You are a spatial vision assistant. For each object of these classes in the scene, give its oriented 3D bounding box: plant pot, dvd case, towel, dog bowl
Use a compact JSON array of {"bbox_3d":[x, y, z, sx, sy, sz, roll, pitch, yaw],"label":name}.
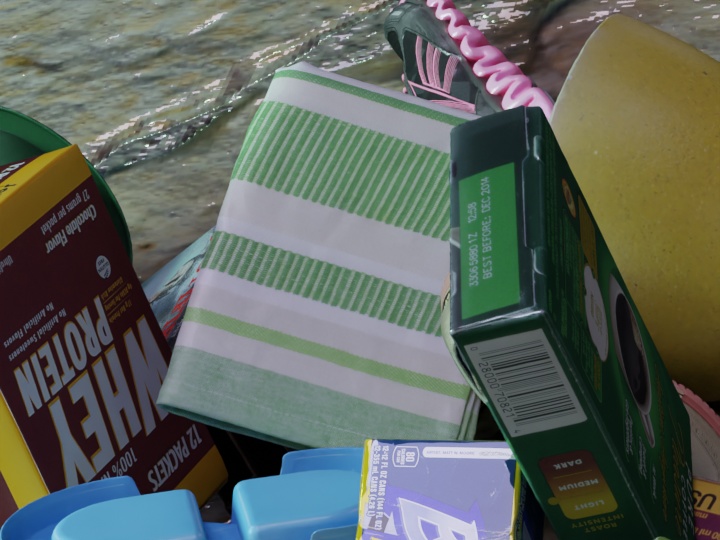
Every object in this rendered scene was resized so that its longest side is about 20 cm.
[{"bbox_3d":[0.169,-0.014,1.399,0.141,0.201,0.201,16,54,16],"label":"plant pot"},{"bbox_3d":[-0.091,0.020,1.539,0.200,0.022,0.146,-34,21,43],"label":"dvd case"},{"bbox_3d":[0.000,0.000,1.380,0.152,0.023,0.201,17,65,-1],"label":"towel"},{"bbox_3d":[-0.062,0.128,1.275,0.199,0.050,0.112,-7,15,-7],"label":"dog bowl"}]

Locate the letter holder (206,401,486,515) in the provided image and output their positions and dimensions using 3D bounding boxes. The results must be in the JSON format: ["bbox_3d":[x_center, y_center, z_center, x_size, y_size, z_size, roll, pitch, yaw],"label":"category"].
[{"bbox_3d":[-0.003,0.026,1.471,0.100,0.142,0.200,16,57,40],"label":"letter holder"}]

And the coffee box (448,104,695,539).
[{"bbox_3d":[0.089,0.046,1.150,0.044,0.200,0.123,-15,43,17],"label":"coffee box"}]

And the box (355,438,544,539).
[{"bbox_3d":[0.031,0.171,1.124,0.070,0.064,0.201,0,68,14],"label":"box"}]

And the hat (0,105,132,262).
[{"bbox_3d":[-0.222,0.029,1.557,0.165,0.200,0.176,-37,16,28],"label":"hat"}]

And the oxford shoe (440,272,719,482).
[{"bbox_3d":[0.111,0.079,1.319,0.071,0.200,0.074,-47,12,26],"label":"oxford shoe"}]

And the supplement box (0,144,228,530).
[{"bbox_3d":[-0.210,0.070,1.412,0.199,0.198,0.133,-13,19,32],"label":"supplement box"}]

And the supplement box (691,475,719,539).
[{"bbox_3d":[0.124,0.204,1.218,0.103,0.131,0.200,11,54,37],"label":"supplement box"}]

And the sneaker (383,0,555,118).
[{"bbox_3d":[0.051,-0.091,1.629,0.095,0.079,0.200,-42,39,2],"label":"sneaker"}]

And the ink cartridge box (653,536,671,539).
[{"bbox_3d":[0.173,0.211,1.107,0.076,0.199,0.148,-39,33,61],"label":"ink cartridge box"}]
